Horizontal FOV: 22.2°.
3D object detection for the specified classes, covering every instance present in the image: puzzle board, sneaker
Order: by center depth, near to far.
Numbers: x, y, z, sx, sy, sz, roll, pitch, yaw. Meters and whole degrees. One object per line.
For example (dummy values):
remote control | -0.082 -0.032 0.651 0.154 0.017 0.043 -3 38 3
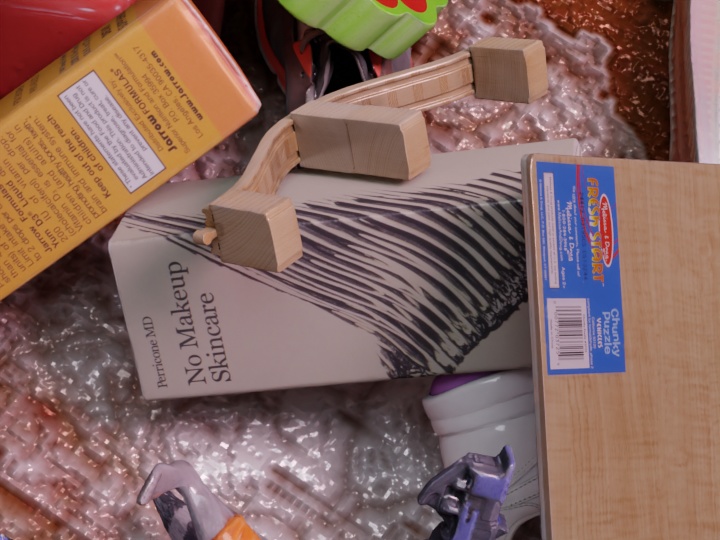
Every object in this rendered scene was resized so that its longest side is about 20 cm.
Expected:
puzzle board | 0.120 0.056 0.738 0.150 0.017 0.201 0 85 -41
sneaker | 0.127 0.071 0.816 0.199 0.075 0.100 -12 88 -13
sneaker | -0.006 -0.100 0.872 0.077 0.082 0.201 -6 64 -8
sneaker | 0.191 -0.072 0.877 0.079 0.072 0.201 7 58 0

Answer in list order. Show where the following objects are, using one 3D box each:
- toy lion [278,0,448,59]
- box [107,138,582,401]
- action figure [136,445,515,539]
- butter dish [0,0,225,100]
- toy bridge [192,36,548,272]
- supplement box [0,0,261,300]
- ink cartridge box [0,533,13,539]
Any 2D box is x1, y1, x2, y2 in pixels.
toy lion | -0.017 -0.184 0.863 0.192 0.069 0.200 58 29 13
box | 0.000 0.000 0.785 0.199 0.083 0.068 -7 23 11
action figure | -0.001 0.132 0.733 0.193 0.201 0.105 24 20 0
butter dish | -0.162 -0.169 0.858 0.199 0.148 0.201 5 62 -1
toy bridge | -0.002 -0.054 0.772 0.067 0.027 0.200 10 32 38
supplement box | -0.142 -0.042 0.797 0.200 0.067 0.069 -37 106 1
ink cartridge box | -0.097 0.169 0.662 0.094 0.200 0.044 35 66 13
